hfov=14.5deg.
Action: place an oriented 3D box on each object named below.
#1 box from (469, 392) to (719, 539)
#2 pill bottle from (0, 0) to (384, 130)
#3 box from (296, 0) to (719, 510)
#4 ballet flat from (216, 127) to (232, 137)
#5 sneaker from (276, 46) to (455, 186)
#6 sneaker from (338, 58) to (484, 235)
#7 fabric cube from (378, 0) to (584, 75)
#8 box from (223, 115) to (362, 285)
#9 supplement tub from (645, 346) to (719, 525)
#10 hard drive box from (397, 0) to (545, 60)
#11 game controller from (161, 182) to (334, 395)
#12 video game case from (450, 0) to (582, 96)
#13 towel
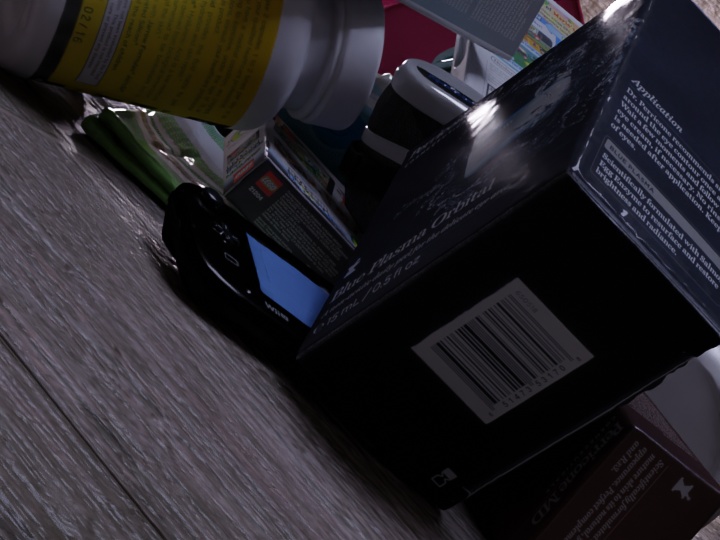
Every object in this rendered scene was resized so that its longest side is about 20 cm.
[{"bbox_3d":[0.109,0.100,1.493,0.075,0.100,0.200,38,7,-22],"label":"box"},{"bbox_3d":[-0.092,-0.140,1.563,0.199,0.112,0.111,13,18,-20],"label":"pill bottle"},{"bbox_3d":[0.096,-0.016,1.413,0.117,0.197,0.200,46,37,-13],"label":"box"},{"bbox_3d":[-0.091,-0.108,1.813,0.200,0.067,0.046,34,21,-8],"label":"ballet flat"},{"bbox_3d":[0.027,-0.099,1.713,0.200,0.080,0.131,27,43,-17],"label":"sneaker"},{"bbox_3d":[0.079,-0.020,1.589,0.200,0.112,0.073,37,20,9],"label":"sneaker"},{"bbox_3d":[0.040,-0.158,1.990,0.199,0.199,0.197,-129,-160,-55],"label":"fabric cube"},{"bbox_3d":[0.000,0.000,1.623,0.200,0.035,0.110,47,11,-15],"label":"box"},{"bbox_3d":[0.174,0.089,1.715,0.140,0.140,0.200,42,8,8],"label":"supplement tub"},{"bbox_3d":[-0.002,-0.210,1.604,0.156,0.077,0.200,35,8,40],"label":"hard drive box"},{"bbox_3d":[-0.021,0.031,1.455,0.200,0.042,0.104,37,9,-27],"label":"game controller"},{"bbox_3d":[0.137,-0.087,1.713,0.200,0.024,0.182,37,31,-18],"label":"video game case"},{"bbox_3d":[-0.078,-0.044,1.642,0.149,0.031,0.200,41,8,6],"label":"towel"}]
